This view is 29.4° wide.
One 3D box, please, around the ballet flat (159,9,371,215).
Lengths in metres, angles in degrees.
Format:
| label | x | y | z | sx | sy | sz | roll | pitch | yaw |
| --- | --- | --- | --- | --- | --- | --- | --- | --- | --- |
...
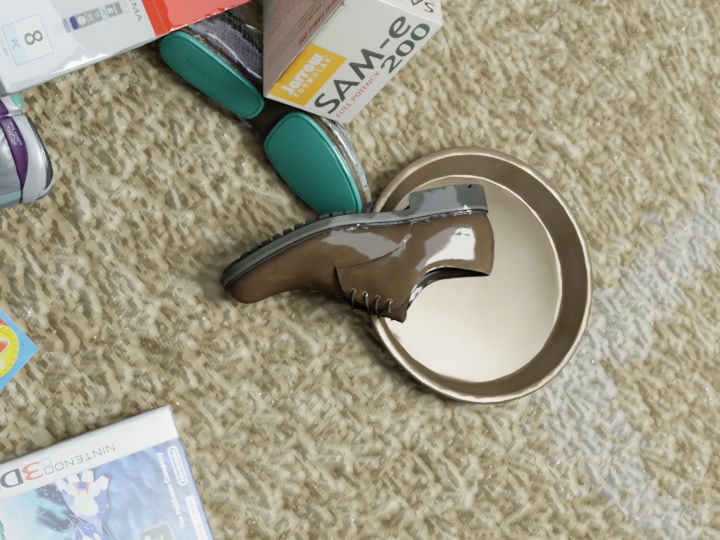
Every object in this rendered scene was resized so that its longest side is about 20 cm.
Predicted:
| label | x | y | z | sx | sy | sz | roll | pitch | yaw |
| --- | --- | --- | --- | --- | --- | --- | --- | --- | --- |
| ballet flat | -0.056 | -0.123 | 1.008 | 0.200 | 0.072 | 0.072 | 44 | 68 | -11 |

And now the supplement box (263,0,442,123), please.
| label | x | y | z | sx | sy | sz | roll | pitch | yaw |
| --- | --- | --- | --- | --- | --- | --- | --- | --- | --- |
| supplement box | -0.011 | -0.224 | 0.973 | 0.073 | 0.126 | 0.200 | 15 | 55 | -28 |

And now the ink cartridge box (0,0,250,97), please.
| label | x | y | z | sx | sy | sz | roll | pitch | yaw |
| --- | --- | --- | --- | --- | --- | --- | --- | --- | --- |
| ink cartridge box | -0.177 | -0.221 | 0.898 | 0.200 | 0.047 | 0.160 | -26 | 101 | -22 |

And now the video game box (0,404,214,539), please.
| label | x | y | z | sx | sy | sz | roll | pitch | yaw |
| --- | --- | --- | --- | --- | --- | --- | --- | --- | --- |
| video game box | -0.182 | 0.211 | 0.908 | 0.182 | 0.047 | 0.200 | -19 | 88 | -21 |

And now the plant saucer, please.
| label | x | y | z | sx | sy | sz | roll | pitch | yaw |
| --- | --- | --- | --- | --- | --- | --- | --- | --- | --- |
| plant saucer | 0.088 | 0.004 | 1.062 | 0.200 | 0.029 | 0.201 | 4 | 80 | -22 |

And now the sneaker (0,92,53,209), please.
| label | x | y | z | sx | sy | sz | roll | pitch | yaw |
| --- | --- | --- | --- | --- | --- | --- | --- | --- | --- |
| sneaker | -0.281 | -0.129 | 0.913 | 0.087 | 0.074 | 0.200 | -24 | 91 | -19 |

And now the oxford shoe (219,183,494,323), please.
| label | x | y | z | sx | sy | sz | roll | pitch | yaw |
| --- | --- | --- | --- | --- | --- | --- | --- | --- | --- |
| oxford shoe | 0.000 | 0.000 | 0.977 | 0.200 | 0.073 | 0.085 | -13 | 80 | 1 |

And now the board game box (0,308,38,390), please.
| label | x | y | z | sx | sy | sz | roll | pitch | yaw |
| --- | --- | --- | --- | --- | --- | --- | --- | --- | --- |
| board game box | -0.323 | 0.053 | 0.811 | 0.196 | 0.056 | 0.200 | -51 | 135 | -18 |
